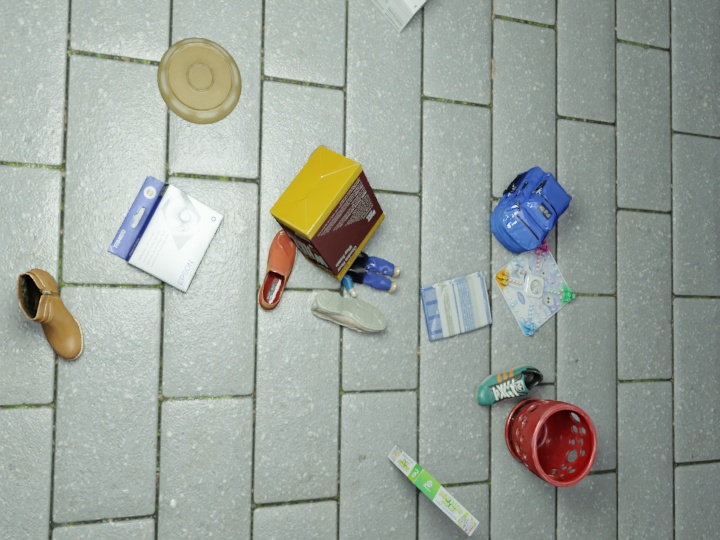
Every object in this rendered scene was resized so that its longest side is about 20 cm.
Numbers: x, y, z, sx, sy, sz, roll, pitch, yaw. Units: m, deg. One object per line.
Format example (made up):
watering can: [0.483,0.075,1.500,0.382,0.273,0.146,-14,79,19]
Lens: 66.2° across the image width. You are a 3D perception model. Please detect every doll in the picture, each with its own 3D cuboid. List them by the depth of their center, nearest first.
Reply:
doll: [0.000,0.000,1.390,0.194,0.048,0.141,18,82,-17]

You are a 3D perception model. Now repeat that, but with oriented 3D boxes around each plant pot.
plant pot: [-0.376,-0.450,1.298,0.193,0.027,0.208,1,88,-18]
plant pot: [0.488,0.440,1.459,0.193,0.182,0.209,1,88,-18]

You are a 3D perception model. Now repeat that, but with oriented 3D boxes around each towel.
towel: [0.257,0.095,1.482,0.193,0.024,0.152,-14,94,-16]

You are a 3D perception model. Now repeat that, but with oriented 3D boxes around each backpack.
backpack: [0.449,-0.157,1.479,0.162,0.168,0.201,42,81,-5]

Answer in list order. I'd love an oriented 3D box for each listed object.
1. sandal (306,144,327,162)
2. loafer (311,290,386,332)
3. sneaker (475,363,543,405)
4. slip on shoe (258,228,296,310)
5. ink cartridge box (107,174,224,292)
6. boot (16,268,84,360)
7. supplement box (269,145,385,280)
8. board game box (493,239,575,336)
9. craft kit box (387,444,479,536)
sandal: [-0.108,-0.194,1.363,0.068,0.077,0.219,20,88,-42]
loafer: [-0.030,0.109,1.379,0.195,0.063,0.074,22,49,-18]
sneaker: [0.403,0.309,1.489,0.195,0.080,0.074,-23,95,-17]
slip on shoe: [-0.196,-0.004,1.322,0.072,0.061,0.207,18,82,-14]
ink cartridge box: [-0.440,-0.086,1.257,0.196,0.040,0.205,28,80,-15]
boot: [-0.634,0.094,1.129,0.074,0.155,0.207,-15,92,-17]
supplement box: [-0.070,-0.129,1.277,0.199,0.131,0.201,-53,146,-13]
board game box: [0.495,0.046,1.557,0.197,0.026,0.204,-34,98,-16]
craft kit box: [0.173,0.531,1.348,0.200,0.197,0.049,45,76,-10]
